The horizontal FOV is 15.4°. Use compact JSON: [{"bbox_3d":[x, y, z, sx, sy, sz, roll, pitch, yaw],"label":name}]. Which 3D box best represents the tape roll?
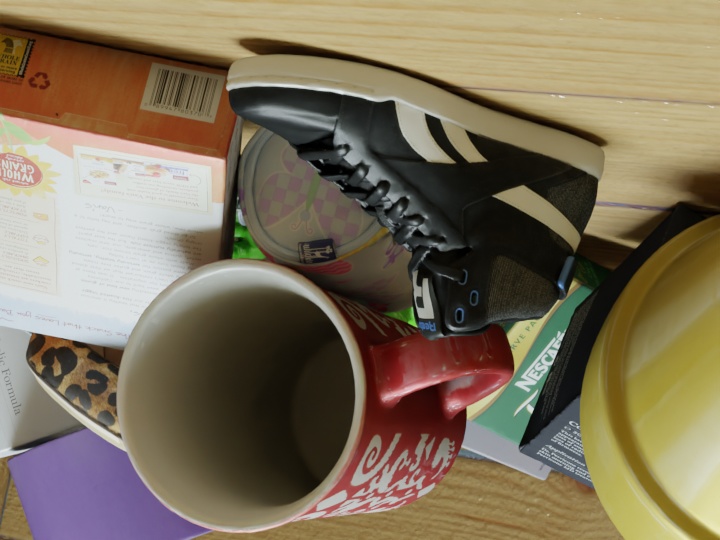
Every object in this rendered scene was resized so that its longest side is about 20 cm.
[{"bbox_3d":[-0.112,0.124,1.652,0.199,0.085,0.200,-20,178,-1],"label":"tape roll"}]

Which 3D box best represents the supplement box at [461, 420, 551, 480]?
[{"bbox_3d":[0.060,0.058,1.768,0.109,0.061,0.200,23,-169,-24],"label":"supplement box"}]

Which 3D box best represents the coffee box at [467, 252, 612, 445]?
[{"bbox_3d":[0.159,0.073,1.655,0.200,0.123,0.044,29,-155,-25],"label":"coffee box"}]

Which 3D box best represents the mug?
[{"bbox_3d":[-0.006,0.076,1.382,0.177,0.134,0.200,14,179,21],"label":"mug"}]

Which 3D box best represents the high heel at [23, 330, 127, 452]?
[{"bbox_3d":[-0.122,0.011,1.475,0.071,0.143,0.200,34,-172,-38],"label":"high heel"}]

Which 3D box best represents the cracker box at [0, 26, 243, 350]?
[{"bbox_3d":[-0.132,-0.034,1.364,0.134,0.058,0.200,11,146,1],"label":"cracker box"}]

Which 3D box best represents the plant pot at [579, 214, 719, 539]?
[{"bbox_3d":[0.219,0.047,1.281,0.200,0.201,0.189,12,157,-2],"label":"plant pot"}]

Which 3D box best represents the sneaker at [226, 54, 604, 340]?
[{"bbox_3d":[0.023,-0.028,1.251,0.200,0.112,0.073,15,171,-25],"label":"sneaker"}]

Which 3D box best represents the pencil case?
[{"bbox_3d":[-0.003,-0.030,1.402,0.090,0.083,0.200,-9,169,8],"label":"pencil case"}]

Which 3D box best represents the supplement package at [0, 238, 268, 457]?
[{"bbox_3d":[-0.155,0.035,1.679,0.200,0.114,0.109,-20,176,20],"label":"supplement package"}]

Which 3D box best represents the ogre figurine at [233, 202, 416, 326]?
[{"bbox_3d":[0.000,0.000,1.591,0.120,0.098,0.200,6,132,47],"label":"ogre figurine"}]

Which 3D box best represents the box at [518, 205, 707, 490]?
[{"bbox_3d":[0.217,0.078,1.484,0.200,0.104,0.182,27,158,-4],"label":"box"}]
